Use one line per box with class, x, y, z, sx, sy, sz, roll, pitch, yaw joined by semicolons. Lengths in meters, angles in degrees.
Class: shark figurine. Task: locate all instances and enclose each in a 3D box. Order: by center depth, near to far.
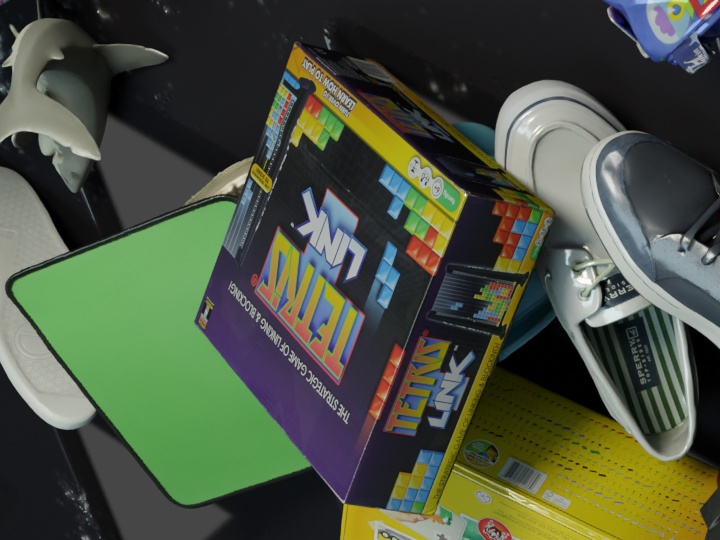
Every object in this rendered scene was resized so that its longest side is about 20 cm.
shark figurine;-0.153;-0.109;1.424;0.089;0.214;0.128;1;90;2

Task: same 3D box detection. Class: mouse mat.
mouse mat;-0.088;0.050;1.453;0.161;0.008;0.200;-20;123;22

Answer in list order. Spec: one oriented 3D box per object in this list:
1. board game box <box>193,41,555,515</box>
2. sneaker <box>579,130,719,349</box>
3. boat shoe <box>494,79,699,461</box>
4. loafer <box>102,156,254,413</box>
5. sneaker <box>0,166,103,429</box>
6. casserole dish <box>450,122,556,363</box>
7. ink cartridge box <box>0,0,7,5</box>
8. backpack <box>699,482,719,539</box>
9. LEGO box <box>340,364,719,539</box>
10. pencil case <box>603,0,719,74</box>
board game box;0.000;0.000;1.266;0.200;0.057;0.165;44;117;54
sneaker;0.203;-0.005;1.157;0.202;0.077;0.146;44;152;-4
boat shoe;0.126;0.002;1.241;0.200;0.073;0.067;62;-176;-25
loafer;-0.087;-0.002;1.459;0.076;0.068;0.200;29;127;-17
sneaker;-0.201;0.037;1.570;0.099;0.071;0.200;99;150;-48
casserole dish;0.045;-0.007;1.352;0.121;0.039;0.200;51;141;2
ink cartridge box;-0.273;-0.201;1.396;0.145;0.200;0.145;6;124;43
backpack;0.265;0.166;1.152;0.200;0.153;0.176;27;149;-22
LEGO box;0.093;0.142;1.349;0.200;0.077;0.149;25;139;17
pencil case;0.104;-0.176;1.139;0.200;0.078;0.087;47;118;9
